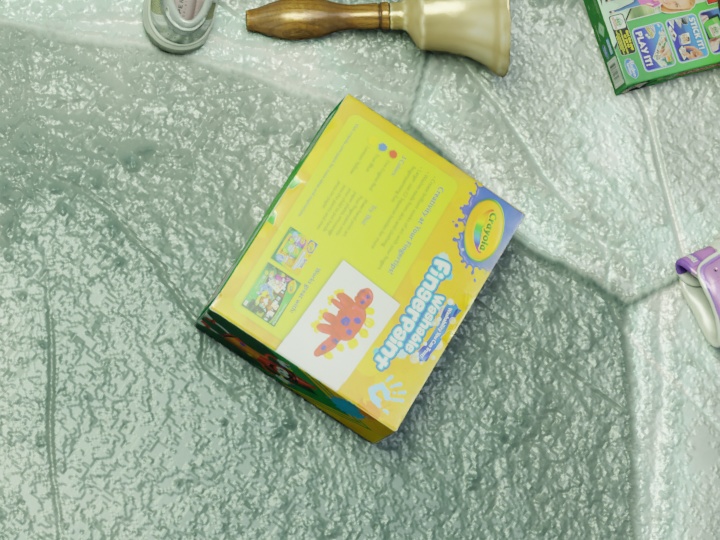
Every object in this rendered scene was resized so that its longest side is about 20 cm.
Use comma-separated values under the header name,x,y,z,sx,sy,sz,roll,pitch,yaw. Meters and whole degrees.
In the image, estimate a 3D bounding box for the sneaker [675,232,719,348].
name,x,y,z,sx,sy,sz,roll,pitch,yaw
sneaker,0.306,-0.033,1.783,0.114,0.073,0.201,3,77,-12

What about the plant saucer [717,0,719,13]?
name,x,y,z,sx,sy,sz,roll,pitch,yaw
plant saucer,0.364,-0.217,1.840,0.200,0.034,0.201,9,70,-26

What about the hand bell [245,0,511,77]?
name,x,y,z,sx,sy,sz,roll,pitch,yaw
hand bell,0.011,-0.196,1.740,0.199,0.104,0.104,-3,79,-4

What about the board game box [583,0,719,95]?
name,x,y,z,sx,sy,sz,roll,pitch,yaw
board game box,0.239,-0.255,1.835,0.134,0.029,0.200,-16,83,-17

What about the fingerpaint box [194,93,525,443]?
name,x,y,z,sx,sy,sz,roll,pitch,yaw
fingerpaint box,0.000,0.000,1.687,0.167,0.073,0.200,33,72,-5

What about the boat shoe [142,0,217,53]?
name,x,y,z,sx,sy,sz,roll,pitch,yaw
boat shoe,-0.127,-0.269,1.716,0.074,0.065,0.202,11,75,-13
